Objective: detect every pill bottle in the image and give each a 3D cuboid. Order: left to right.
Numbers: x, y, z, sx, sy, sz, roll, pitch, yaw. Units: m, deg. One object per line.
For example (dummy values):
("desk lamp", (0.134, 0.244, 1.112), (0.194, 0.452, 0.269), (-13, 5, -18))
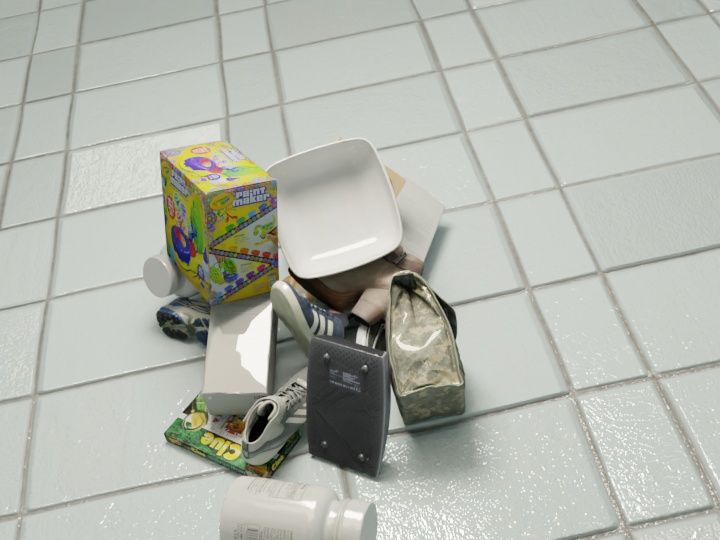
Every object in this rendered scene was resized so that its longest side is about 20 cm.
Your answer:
("pill bottle", (-0.287, -0.014, 1.836), (0.104, 0.105, 0.200), (23, 28, 32))
("pill bottle", (-0.083, 0.351, 1.423), (0.199, 0.115, 0.115), (4, 43, 17))

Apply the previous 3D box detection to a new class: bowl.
("bowl", (-0.044, -0.097, 1.665), (0.199, 0.201, 0.075), (-18, -1, -4))

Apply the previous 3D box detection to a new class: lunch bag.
("lunch bag", (0.093, 0.112, 1.569), (0.117, 0.164, 0.201), (-11, 65, 1))

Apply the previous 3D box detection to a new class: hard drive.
("hard drive", (-0.015, 0.196, 1.527), (0.134, 0.201, 0.042), (14, 25, 27))

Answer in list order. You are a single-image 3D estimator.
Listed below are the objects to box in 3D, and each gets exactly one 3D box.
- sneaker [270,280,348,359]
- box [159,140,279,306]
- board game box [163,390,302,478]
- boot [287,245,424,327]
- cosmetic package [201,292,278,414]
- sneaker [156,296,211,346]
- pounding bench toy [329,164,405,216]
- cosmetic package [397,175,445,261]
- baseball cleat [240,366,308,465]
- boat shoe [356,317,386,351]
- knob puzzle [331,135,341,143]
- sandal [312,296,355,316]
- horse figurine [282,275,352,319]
("sneaker", (-0.071, 0.077, 1.659), (0.084, 0.200, 0.075), (-43, 38, -19))
("box", (-0.226, -0.081, 1.657), (0.122, 0.193, 0.200), (-13, 30, -27))
("board game box", (-0.201, 0.258, 1.624), (0.199, 0.024, 0.105), (17, 50, 28))
("boot", (0.000, 0.000, 1.703), (0.200, 0.070, 0.146), (33, 71, 18))
("cosmetic package", (-0.189, 0.126, 1.650), (0.106, 0.090, 0.201), (1, 60, 3))
("sneaker", (-0.258, 0.082, 1.795), (0.199, 0.077, 0.085), (16, 44, 27))
("pounding bench toy", (-0.035, -0.094, 1.779), (0.124, 0.156, 0.200), (32, 75, -8))
("cosmetic package", (0.071, -0.065, 1.850), (0.101, 0.071, 0.200), (36, 46, -12))
("baseball cleat", (-0.110, 0.205, 1.568), (0.070, 0.107, 0.200), (25, 54, 16))
("boat shoe", (0.051, 0.094, 1.711), (0.068, 0.074, 0.200), (-6, 30, 28))
("knob puzzle", (-0.098, -0.166, 1.910), (0.030, 0.220, 0.220), (31, 49, -2))
("sandal", (-0.027, 0.042, 1.749), (0.203, 0.050, 0.082), (-43, 79, -5))
("horse figurine", (-0.084, 0.044, 1.813), (0.132, 0.050, 0.200), (-38, 49, -24))
